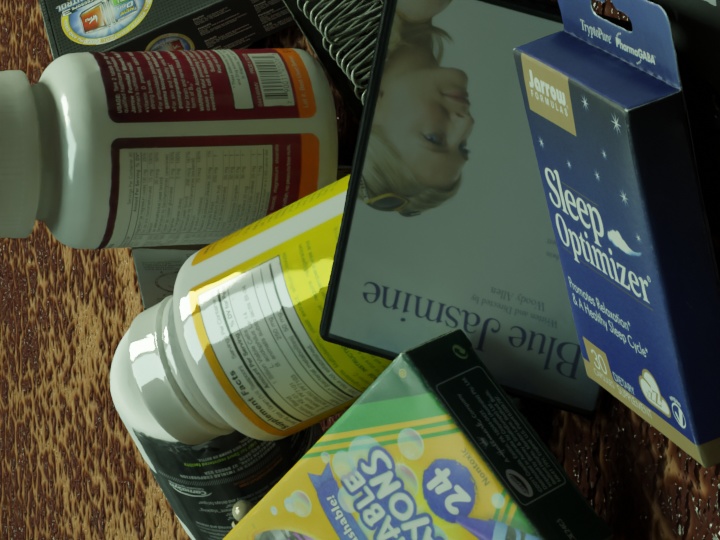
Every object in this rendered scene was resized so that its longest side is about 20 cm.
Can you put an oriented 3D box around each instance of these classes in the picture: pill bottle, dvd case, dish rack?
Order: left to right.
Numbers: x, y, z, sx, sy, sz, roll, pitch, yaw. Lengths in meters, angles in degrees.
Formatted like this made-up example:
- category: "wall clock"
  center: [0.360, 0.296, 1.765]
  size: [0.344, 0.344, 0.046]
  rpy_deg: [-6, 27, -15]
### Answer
- category: "pill bottle"
  center: [-0.120, -0.068, 1.371]
  size: [0.109, 0.198, 0.111]
  rpy_deg: [177, 90, -72]
- category: "pill bottle"
  center: [-0.075, 0.108, 1.485]
  size: [0.200, 0.105, 0.107]
  rpy_deg: [70, -178, -53]
- category: "pill bottle"
  center: [-0.020, 0.018, 1.273]
  size: [0.199, 0.109, 0.110]
  rpy_deg: [-25, 61, 24]
- category: "dish rack"
  center: [-0.006, -0.142, 1.314]
  size: [0.154, 0.054, 0.200]
  rpy_deg: [56, 179, -19]
- category: "dvd case"
  center: [0.064, -0.035, 1.148]
  size: [0.018, 0.142, 0.201]
  rpy_deg: [-63, -13, -59]

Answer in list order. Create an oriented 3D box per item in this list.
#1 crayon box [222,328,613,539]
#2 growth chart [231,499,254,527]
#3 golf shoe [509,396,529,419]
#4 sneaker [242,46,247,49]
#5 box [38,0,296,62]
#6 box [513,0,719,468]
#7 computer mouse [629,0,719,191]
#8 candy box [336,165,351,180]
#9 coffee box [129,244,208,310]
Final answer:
- category: "crayon box"
  center: [0.015, 0.140, 1.196]
  size: [0.126, 0.051, 0.200]
  rpy_deg: [53, 128, 14]
- category: "growth chart"
  center: [-0.007, 0.206, 1.371]
  size: [0.018, 0.145, 0.200]
  rpy_deg: [-45, 28, 1]
- category: "golf shoe"
  center: [0.028, 0.116, 1.300]
  size: [0.078, 0.094, 0.201]
  rpy_deg: [-109, 29, -42]
- category: "sneaker"
  center: [-0.102, -0.141, 1.678]
  size: [0.200, 0.075, 0.093]
  rpy_deg: [-171, 73, -77]
- category: "box"
  center: [-0.101, -0.198, 1.490]
  size: [0.044, 0.199, 0.161]
  rpy_deg: [61, -173, -48]
- category: "box"
  center: [0.114, -0.027, 1.061]
  size: [0.121, 0.032, 0.201]
  rpy_deg: [-139, 33, -64]
- category: "computer mouse"
  center: [0.152, -0.093, 1.017]
  size: [0.139, 0.052, 0.201]
  rpy_deg: [116, 146, -52]
- category: "candy box"
  center: [0.000, 0.000, 1.419]
  size: [0.200, 0.055, 0.116]
  rpy_deg: [-166, 76, -70]
- category: "coffee box"
  center: [-0.098, -0.032, 1.545]
  size: [0.200, 0.079, 0.115]
  rpy_deg: [93, 178, -71]
